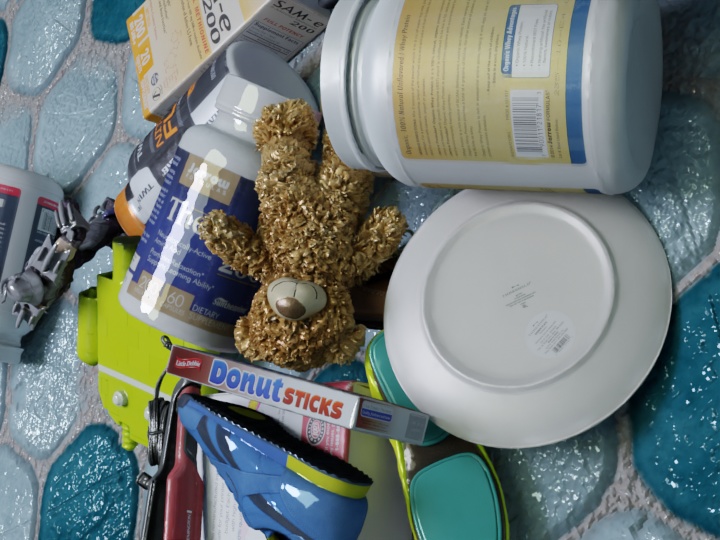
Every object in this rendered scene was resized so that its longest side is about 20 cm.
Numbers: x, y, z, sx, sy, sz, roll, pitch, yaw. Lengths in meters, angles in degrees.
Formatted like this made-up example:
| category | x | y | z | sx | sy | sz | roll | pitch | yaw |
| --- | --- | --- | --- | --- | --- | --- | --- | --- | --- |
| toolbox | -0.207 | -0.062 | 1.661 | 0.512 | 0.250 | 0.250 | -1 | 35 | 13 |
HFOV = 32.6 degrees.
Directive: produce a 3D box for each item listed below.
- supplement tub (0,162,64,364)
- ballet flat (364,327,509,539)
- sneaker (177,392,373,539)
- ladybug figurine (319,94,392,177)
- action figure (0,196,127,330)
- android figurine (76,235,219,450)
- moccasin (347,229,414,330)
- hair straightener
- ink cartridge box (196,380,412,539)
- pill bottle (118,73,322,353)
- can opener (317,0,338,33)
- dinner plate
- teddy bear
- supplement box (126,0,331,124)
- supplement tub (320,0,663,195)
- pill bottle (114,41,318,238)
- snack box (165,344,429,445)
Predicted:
| category | x | y | z | sx | sy | sz | roll | pitch | yaw |
| --- | --- | --- | --- | --- | --- | --- | --- | --- | --- |
| supplement tub | -0.404 | -0.011 | 1.315 | 0.140 | 0.140 | 0.201 | 5 | 81 | 46 |
| ballet flat | 0.055 | 0.133 | 0.857 | 0.066 | 0.067 | 0.201 | -19 | 68 | 0 |
| sneaker | -0.075 | 0.146 | 0.867 | 0.200 | 0.066 | 0.079 | 24 | 97 | 45 |
| ladybug figurine | 0.040 | -0.151 | 0.959 | 0.200 | 0.072 | 0.136 | -30 | 57 | 35 |
| action figure | -0.266 | -0.019 | 1.147 | 0.069 | 0.200 | 0.130 | 49 | 129 | 0 |
| android figurine | -0.189 | 0.075 | 1.101 | 0.181 | 0.041 | 0.201 | 19 | 111 | 38 |
| moccasin | 0.001 | 0.000 | 0.958 | 0.201 | 0.073 | 0.078 | 21 | 101 | 56 |
| hair straightener | -0.159 | 0.150 | 0.966 | 0.077 | 0.041 | 0.201 | -21 | 64 | 40 |
| ink cartridge box | -0.056 | 0.168 | 0.948 | 0.199 | 0.085 | 0.149 | -10 | 71 | 44 |
| pill bottle | -0.105 | -0.046 | 0.970 | 0.111 | 0.111 | 0.201 | 27 | 96 | 46 |
| can opener | 0.030 | -0.244 | 1.008 | 0.200 | 0.078 | 0.064 | -12 | 77 | 53 |
| dinner plate | 0.106 | 0.019 | 0.822 | 0.199 | 0.024 | 0.201 | -9 | 66 | 20 |
| teddy bear | -0.037 | -0.031 | 0.879 | 0.201 | 0.144 | 0.067 | -66 | 9 | -20 |
| supplement box | -0.128 | -0.235 | 1.153 | 0.200 | 0.073 | 0.127 | -36 | 55 | 32 |
| supplement tub | 0.088 | -0.125 | 0.811 | 0.199 | 0.145 | 0.146 | 4 | 80 | 23 |
| pill bottle | -0.136 | -0.101 | 1.097 | 0.200 | 0.106 | 0.107 | -41 | 52 | 29 |
| snack box | -0.049 | 0.085 | 0.857 | 0.199 | 0.072 | 0.024 | 10 | 84 | 45 |
